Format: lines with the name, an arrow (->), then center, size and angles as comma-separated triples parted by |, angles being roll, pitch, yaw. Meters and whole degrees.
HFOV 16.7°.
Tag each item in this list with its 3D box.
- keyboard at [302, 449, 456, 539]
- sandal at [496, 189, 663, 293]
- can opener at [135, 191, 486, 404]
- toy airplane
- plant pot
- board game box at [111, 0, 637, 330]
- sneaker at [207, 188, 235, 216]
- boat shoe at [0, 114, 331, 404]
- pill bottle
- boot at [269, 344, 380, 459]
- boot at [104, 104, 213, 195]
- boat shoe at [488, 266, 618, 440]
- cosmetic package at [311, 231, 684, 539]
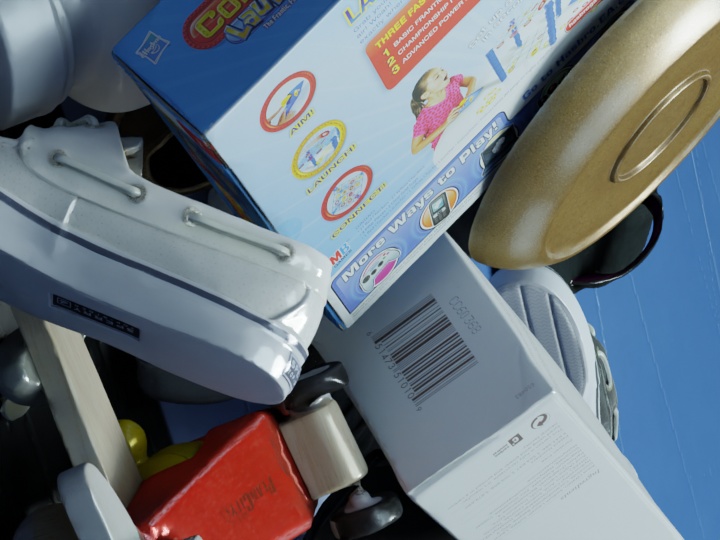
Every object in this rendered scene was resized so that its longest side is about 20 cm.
keyboard -> 0.046, 0.179, 1.243 | 0.200, 0.040, 0.104 | 41, 88, -18
sandal -> 0.146, -0.019, 1.481 | 0.200, 0.048, 0.075 | -33, 119, -54
can opener -> -0.017, 0.007, 1.122 | 0.200, 0.053, 0.067 | -16, 122, -30
toy airplane -> -0.089, 0.111, 0.984 | 0.199, 0.141, 0.200 | 38, 44, -43
plant pot -> 0.127, -0.071, 1.099 | 0.200, 0.027, 0.200 | -44, 165, -15
board game box -> 0.020, -0.095, 0.973 | 0.200, 0.056, 0.196 | -45, 153, -6
sneaker -> -0.058, -0.122, 1.117 | 0.115, 0.076, 0.201 | 18, 101, -18
boat shoe -> -0.105, -0.022, 0.915 | 0.071, 0.200, 0.070 | 105, 9, -68
pill bottle -> -0.078, -0.130, 0.979 | 0.200, 0.112, 0.112 | -27, 118, -29
boot -> 0.000, 0.000, 1.225 | 0.200, 0.068, 0.131 | -66, 149, -22
boot -> -0.011, -0.083, 1.062 | 0.200, 0.075, 0.074 | -28, 107, -10
boat shoe -> 0.106, 0.058, 1.410 | 0.200, 0.072, 0.071 | 76, 24, -45
cosmetic package -> 0.064, 0.077, 1.124 | 0.113, 0.081, 0.200 | 57, 4, 36
